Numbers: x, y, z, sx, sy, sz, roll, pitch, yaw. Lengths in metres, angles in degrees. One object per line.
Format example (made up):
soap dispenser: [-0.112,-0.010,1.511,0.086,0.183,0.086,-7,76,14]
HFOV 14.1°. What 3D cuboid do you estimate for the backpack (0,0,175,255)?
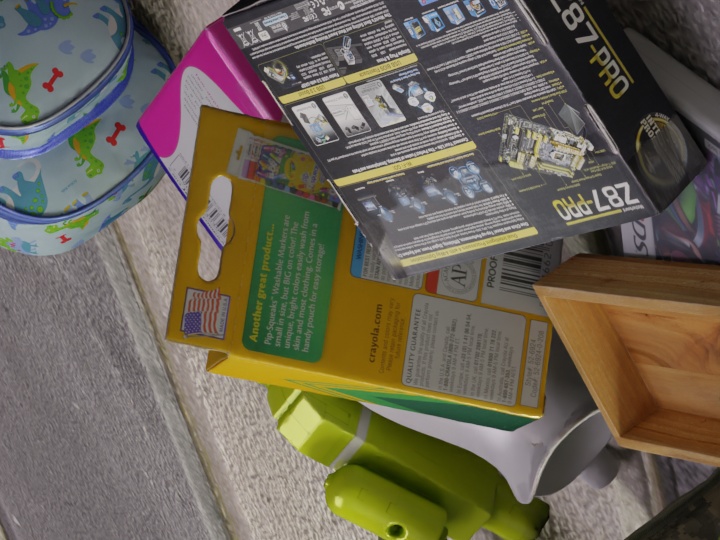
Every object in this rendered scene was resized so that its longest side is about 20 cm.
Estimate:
backpack: [-0.216,-0.120,1.856,0.200,0.183,0.147,47,161,6]

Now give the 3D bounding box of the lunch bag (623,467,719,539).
lunch bag: [0.147,0.223,1.547,0.118,0.200,0.164,45,159,24]

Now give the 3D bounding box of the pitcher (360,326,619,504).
pitcher: [0.058,0.046,1.614,0.200,0.121,0.172,41,178,20]

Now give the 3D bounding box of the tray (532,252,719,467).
tray: [0.164,0.045,1.395,0.099,0.037,0.200,61,160,-15]

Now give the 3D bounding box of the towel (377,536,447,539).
towel: [0.035,0.172,1.838,0.148,0.036,0.201,98,168,-65]

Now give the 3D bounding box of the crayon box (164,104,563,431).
crayon box: [0.000,0.000,1.478,0.199,0.126,0.052,12,165,-15]

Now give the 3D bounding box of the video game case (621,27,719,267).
video game case: [0.190,0.003,1.349,0.200,0.023,0.182,40,156,35]

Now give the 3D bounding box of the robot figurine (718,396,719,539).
robot figurine: [0.239,0.115,1.255,0.175,0.116,0.200,-24,115,31]

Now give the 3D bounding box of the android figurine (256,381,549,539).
android figurine: [0.020,0.082,1.667,0.200,0.182,0.041,28,126,-14]

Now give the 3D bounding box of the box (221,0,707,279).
box: [0.044,-0.084,1.354,0.200,0.049,0.161,-15,112,52]

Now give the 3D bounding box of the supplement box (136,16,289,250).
supplement box: [-0.042,-0.091,1.617,0.101,0.103,0.200,55,162,1]
